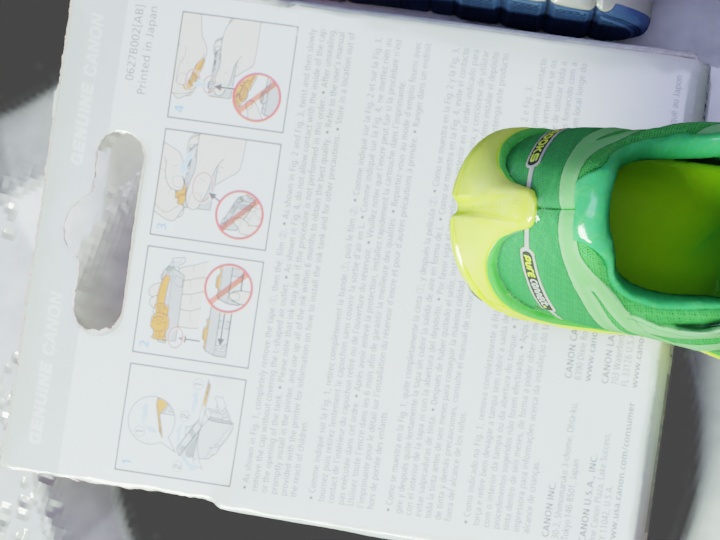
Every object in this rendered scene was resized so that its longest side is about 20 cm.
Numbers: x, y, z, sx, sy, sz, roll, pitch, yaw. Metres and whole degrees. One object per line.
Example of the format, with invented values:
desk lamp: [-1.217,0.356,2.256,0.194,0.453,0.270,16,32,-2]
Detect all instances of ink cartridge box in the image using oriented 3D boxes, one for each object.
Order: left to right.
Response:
ink cartridge box: [0.000,0.000,0.878,0.199,0.050,0.161,8,88,10]

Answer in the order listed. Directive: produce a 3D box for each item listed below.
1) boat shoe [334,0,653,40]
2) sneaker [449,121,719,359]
boat shoe: [-0.003,-0.123,0.878,0.199,0.072,0.073,11,83,-2]
sneaker: [0.123,-0.003,0.813,0.200,0.084,0.074,2,90,-29]
